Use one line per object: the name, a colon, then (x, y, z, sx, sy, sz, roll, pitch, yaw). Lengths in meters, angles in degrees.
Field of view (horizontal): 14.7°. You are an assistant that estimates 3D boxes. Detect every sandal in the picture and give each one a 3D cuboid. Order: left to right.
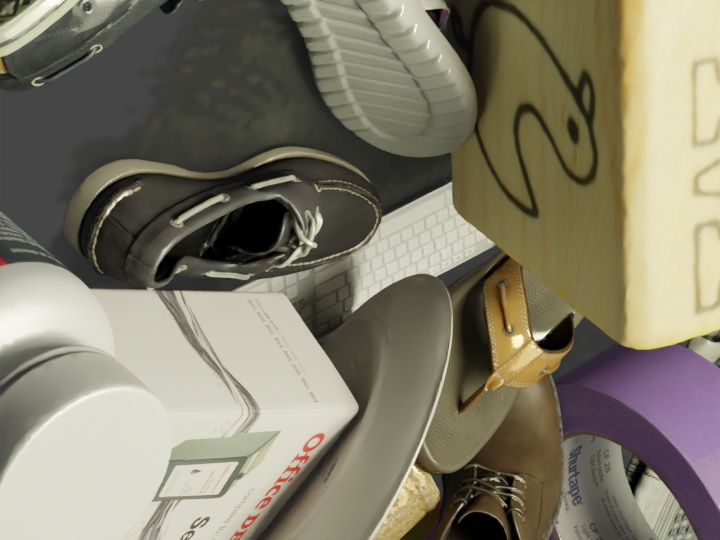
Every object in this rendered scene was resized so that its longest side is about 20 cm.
sandal: (0.010, -0.123, 1.335, 0.203, 0.082, 0.050, 60, 43, -53)
sandal: (0.093, 0.030, 1.531, 0.200, 0.055, 0.082, -42, 114, -25)

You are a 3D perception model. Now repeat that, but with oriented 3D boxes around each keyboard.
keyboard: (0.000, 0.000, 1.474, 0.200, 0.011, 0.056, -28, 138, -31)

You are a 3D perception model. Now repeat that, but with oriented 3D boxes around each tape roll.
tape roll: (0.176, 0.143, 1.630, 0.066, 0.200, 0.200, -27, 138, -31)

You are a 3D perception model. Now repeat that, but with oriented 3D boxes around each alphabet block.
alphabet block: (0.166, -0.105, 1.355, 0.196, 0.195, 0.201, -14, 118, -20)

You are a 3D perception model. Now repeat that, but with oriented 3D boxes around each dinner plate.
dinner plate: (-0.017, 0.087, 1.401, 0.024, 0.200, 0.200, 27, 100, -19)

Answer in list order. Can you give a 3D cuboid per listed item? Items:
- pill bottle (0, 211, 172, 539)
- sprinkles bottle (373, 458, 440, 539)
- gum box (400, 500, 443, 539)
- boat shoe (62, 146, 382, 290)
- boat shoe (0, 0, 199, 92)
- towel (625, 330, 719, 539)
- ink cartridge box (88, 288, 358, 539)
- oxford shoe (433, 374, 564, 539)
pill bottle: (-0.172, 0.033, 1.144, 0.119, 0.200, 0.120, -29, 139, -30)
sprinkles bottle: (-0.048, 0.168, 1.515, 0.200, 0.068, 0.068, -43, 144, -15)
gum box: (0.030, 0.248, 1.630, 0.200, 0.113, 0.066, -55, 145, 3)
boat shoe: (-0.053, -0.015, 1.355, 0.200, 0.063, 0.073, -2, 121, -48)
boat shoe: (-0.093, -0.147, 1.192, 0.200, 0.075, 0.062, -39, 148, -10)
towel: (0.238, 0.127, 1.830, 0.192, 0.035, 0.200, 2, 117, -49)
ink cartridge box: (-0.120, 0.086, 1.323, 0.200, 0.084, 0.146, 2, 134, -49)
oxford shoe: (0.077, 0.130, 1.552, 0.084, 0.072, 0.201, 95, 5, -67)
